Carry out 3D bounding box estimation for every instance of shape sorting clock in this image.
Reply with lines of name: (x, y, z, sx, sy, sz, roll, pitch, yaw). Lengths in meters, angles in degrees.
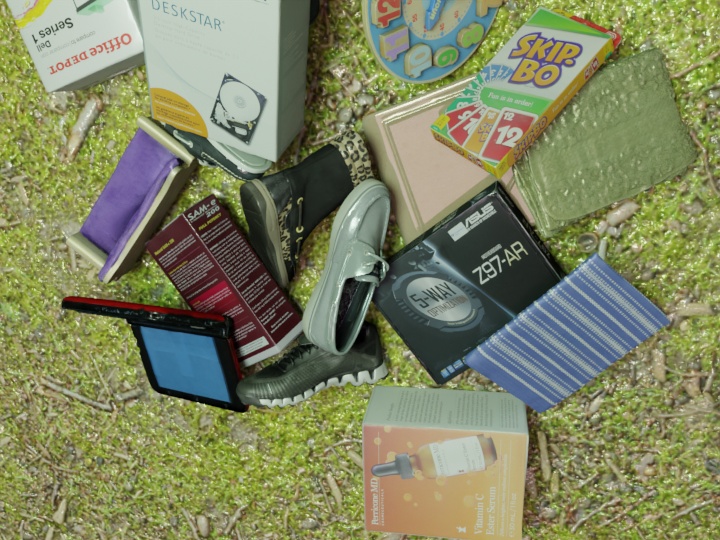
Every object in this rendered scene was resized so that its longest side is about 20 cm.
shape sorting clock: (0.082, -0.287, 0.752, 0.039, 0.198, 0.202, 42, 116, 40)

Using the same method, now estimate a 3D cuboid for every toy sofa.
toy sofa: (-0.280, -0.087, 0.916, 0.082, 0.098, 0.201, 37, 110, -2)

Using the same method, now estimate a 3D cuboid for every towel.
towel: (0.255, -0.140, 0.808, 0.198, 0.037, 0.150, -26, 102, 0)
towel: (0.232, 0.077, 0.851, 0.144, 0.024, 0.200, 33, 119, -26)

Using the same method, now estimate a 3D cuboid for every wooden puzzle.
wooden puzzle: (0.120, -0.122, 0.867, 0.198, 0.037, 0.187, -17, 104, 20)

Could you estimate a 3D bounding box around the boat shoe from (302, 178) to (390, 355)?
boat shoe: (-0.001, 0.000, 0.844, 0.071, 0.070, 0.203, 29, 102, 44)

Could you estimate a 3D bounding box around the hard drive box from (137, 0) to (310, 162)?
hard drive box: (-0.135, -0.230, 0.746, 0.154, 0.077, 0.202, 20, 138, 11)

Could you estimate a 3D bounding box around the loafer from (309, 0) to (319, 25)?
loafer: (-0.108, -0.335, 0.742, 0.062, 0.072, 0.201, 1, 134, 38)

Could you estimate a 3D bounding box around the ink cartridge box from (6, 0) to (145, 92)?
ink cartridge box: (-0.324, -0.325, 0.856, 0.143, 0.084, 0.202, -17, 104, 15)

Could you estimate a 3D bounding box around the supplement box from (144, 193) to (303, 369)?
supplement box: (-0.168, 0.018, 0.927, 0.108, 0.061, 0.201, -25, 103, 45)

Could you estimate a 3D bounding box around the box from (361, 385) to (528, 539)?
box: (0.107, 0.241, 0.942, 0.197, 0.106, 0.155, 1, 107, 10)

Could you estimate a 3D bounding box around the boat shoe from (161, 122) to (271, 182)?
boat shoe: (-0.172, -0.155, 0.862, 0.200, 0.075, 0.061, 49, 125, 33)

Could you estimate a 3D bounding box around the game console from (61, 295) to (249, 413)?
game console: (-0.255, 0.104, 0.926, 0.198, 0.171, 0.121, 3, 83, 37)

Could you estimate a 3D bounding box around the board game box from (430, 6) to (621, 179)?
board game box: (0.171, -0.193, 0.772, 0.200, 0.030, 0.095, -46, 55, -8)

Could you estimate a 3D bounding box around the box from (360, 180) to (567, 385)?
box: (0.125, 0.019, 0.874, 0.199, 0.044, 0.161, -34, 99, 23)

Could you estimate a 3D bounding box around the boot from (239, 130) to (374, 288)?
boot: (-0.058, -0.070, 0.878, 0.150, 0.201, 0.073, -34, 64, -15)

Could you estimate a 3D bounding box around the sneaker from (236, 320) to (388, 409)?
sneaker: (-0.059, 0.107, 0.916, 0.197, 0.066, 0.092, -11, 109, -22)
